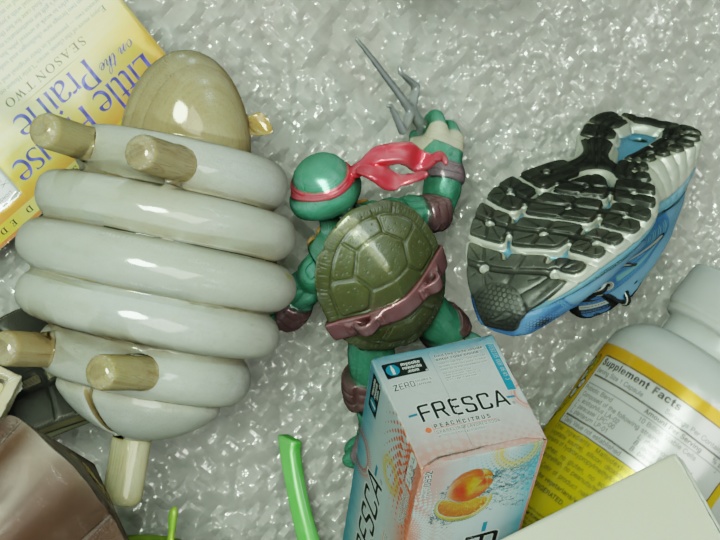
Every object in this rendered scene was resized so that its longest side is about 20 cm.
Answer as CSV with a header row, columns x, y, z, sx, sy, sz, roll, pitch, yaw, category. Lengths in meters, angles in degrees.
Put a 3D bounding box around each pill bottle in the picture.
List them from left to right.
x,y,z,sx,sy,sz,roll,pitch,yaw,category
0.154,0.101,0.823,0.113,0.113,0.200,38,87,-23,pill bottle

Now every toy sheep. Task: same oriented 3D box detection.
x,y,z,sx,sy,sz,roll,pitch,yaw,category
-0.092,0.003,0.676,0.137,0.138,0.201,14,92,-22,toy sheep

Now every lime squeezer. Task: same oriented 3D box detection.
x,y,z,sx,sy,sz,roll,pitch,yaw,category
-0.040,0.192,0.791,0.070,0.038,0.201,17,98,21,lime squeezer

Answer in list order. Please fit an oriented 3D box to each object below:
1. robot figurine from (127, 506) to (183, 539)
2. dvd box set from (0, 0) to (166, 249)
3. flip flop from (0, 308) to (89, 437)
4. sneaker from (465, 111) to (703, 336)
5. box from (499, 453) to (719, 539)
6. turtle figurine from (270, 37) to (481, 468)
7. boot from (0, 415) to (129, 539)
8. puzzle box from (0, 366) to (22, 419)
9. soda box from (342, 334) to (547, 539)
x,y,z,sx,sy,sz,roll,pitch,yaw,category
-0.111,0.208,0.723,0.115,0.176,0.201,7,126,-29,robot figurine
-0.193,-0.115,0.692,0.146,0.029,0.200,-43,111,-8,dvd box set
-0.192,0.061,0.714,0.199,0.058,0.081,-15,71,-31,flip flop
0.118,-0.008,0.771,0.200,0.078,0.091,-34,132,-49,sneaker
0.078,0.169,0.715,0.199,0.069,0.082,-27,144,4,box
0.000,0.000,0.754,0.149,0.101,0.201,-25,120,0,turtle figurine
-0.144,0.180,0.614,0.200,0.064,0.187,-47,122,-26,boot
-0.258,0.059,0.642,0.199,0.025,0.134,25,60,-5,puzzle box
0.034,0.125,0.756,0.063,0.069,0.201,-10,138,-18,soda box
